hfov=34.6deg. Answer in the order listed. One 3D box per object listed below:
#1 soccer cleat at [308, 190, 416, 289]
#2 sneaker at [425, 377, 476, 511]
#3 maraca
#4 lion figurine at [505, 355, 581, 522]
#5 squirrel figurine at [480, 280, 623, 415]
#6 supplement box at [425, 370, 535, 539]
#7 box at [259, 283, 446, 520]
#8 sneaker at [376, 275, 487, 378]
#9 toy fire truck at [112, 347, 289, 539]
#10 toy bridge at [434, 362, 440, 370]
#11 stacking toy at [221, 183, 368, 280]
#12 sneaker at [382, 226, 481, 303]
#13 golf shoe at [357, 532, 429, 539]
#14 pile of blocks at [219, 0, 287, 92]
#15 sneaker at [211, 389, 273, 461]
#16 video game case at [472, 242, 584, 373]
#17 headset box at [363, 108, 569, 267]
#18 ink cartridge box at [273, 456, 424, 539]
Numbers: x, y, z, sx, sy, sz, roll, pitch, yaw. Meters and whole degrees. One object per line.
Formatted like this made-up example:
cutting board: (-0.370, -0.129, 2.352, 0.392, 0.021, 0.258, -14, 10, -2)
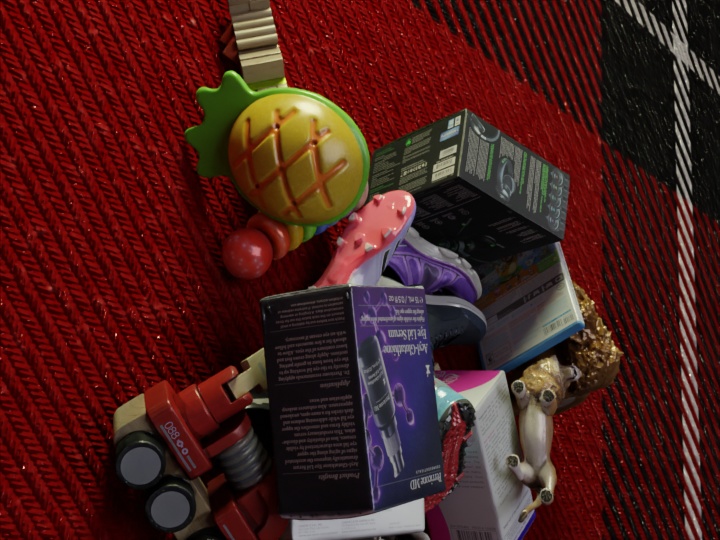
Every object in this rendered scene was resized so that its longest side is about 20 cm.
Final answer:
soccer cleat: (0.000, 0.000, 1.297, 0.201, 0.066, 0.077, -55, 145, -13)
sneaker: (0.068, 0.191, 1.286, 0.079, 0.095, 0.202, -20, 138, -36)
maraca: (-0.085, -0.123, 1.177, 0.107, 0.198, 0.139, -46, 158, -72)
lion figurine: (0.208, 0.195, 1.354, 0.122, 0.071, 0.203, 43, 57, -70)
squirrel figurine: (0.242, 0.078, 1.501, 0.140, 0.199, 0.189, 1, 67, -39)
supplement box: (0.129, 0.229, 1.368, 0.103, 0.100, 0.203, -41, 122, -51)
box: (-0.005, 0.118, 1.069, 0.147, 0.103, 0.204, 1, 81, -60)
sneaker: (0.081, 0.098, 1.357, 0.200, 0.077, 0.148, 15, 46, -35)
toy fire truck: (-0.111, 0.157, 1.071, 0.198, 0.129, 0.177, -31, 109, -3)
toy bridge: (0.053, 0.189, 1.375, 0.200, 0.027, 0.068, -44, 116, -46)
stacking toy: (-0.076, -0.054, 1.251, 0.200, 0.085, 0.086, -45, 115, -39)
sneaker: (0.065, 0.005, 1.417, 0.199, 0.080, 0.085, 28, 76, -34)
golf shoe: (-0.009, 0.262, 1.237, 0.199, 0.087, 0.078, 29, 66, -40)
pile of blocks: (-0.118, -0.226, 1.265, 0.061, 0.082, 0.203, -11, 76, -7)
sneaker: (-0.093, 0.144, 1.194, 0.197, 0.083, 0.073, -5, 117, -31)
video game case: (0.196, 0.021, 1.447, 0.018, 0.142, 0.202, 31, 36, -39)
headset box: (0.135, -0.089, 1.407, 0.198, 0.173, 0.094, 26, 62, -32)
ink cartridge box: (-0.013, 0.170, 1.177, 0.160, 0.050, 0.204, 3, 80, -31)
